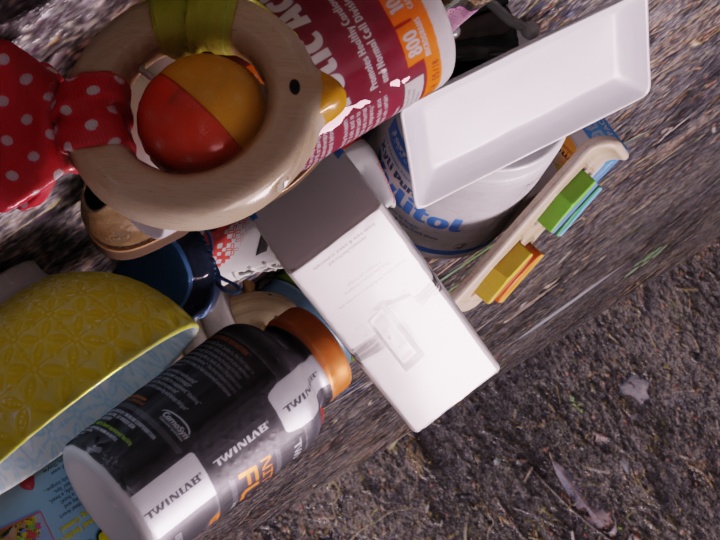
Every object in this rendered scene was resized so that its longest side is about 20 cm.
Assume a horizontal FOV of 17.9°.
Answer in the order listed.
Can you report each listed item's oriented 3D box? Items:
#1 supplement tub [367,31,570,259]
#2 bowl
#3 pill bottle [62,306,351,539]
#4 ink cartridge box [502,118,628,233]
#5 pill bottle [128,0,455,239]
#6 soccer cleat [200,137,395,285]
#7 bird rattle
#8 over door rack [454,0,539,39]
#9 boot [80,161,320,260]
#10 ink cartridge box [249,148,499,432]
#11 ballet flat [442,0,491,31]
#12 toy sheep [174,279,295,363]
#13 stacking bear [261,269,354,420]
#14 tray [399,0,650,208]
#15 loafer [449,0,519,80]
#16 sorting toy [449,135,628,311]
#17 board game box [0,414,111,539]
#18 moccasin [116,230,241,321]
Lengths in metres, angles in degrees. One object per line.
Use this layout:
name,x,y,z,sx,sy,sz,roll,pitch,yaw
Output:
supplement tub,0.077,-0.098,1.752,0.132,0.132,0.200,-32,169,-19
bowl,-0.219,0.058,1.539,0.200,0.108,0.200,-38,174,-5
pill bottle,-0.101,0.108,1.600,0.200,0.106,0.106,-37,172,-23
ink cartridge box,0.121,-0.101,1.929,0.200,0.115,0.068,-26,166,-46
pill bottle,-0.056,-0.108,1.298,0.200,0.114,0.114,-33,170,-19
soccer cleat,-0.058,-0.026,1.764,0.200,0.085,0.069,-40,170,22
bird rattle,-0.101,-0.090,1.143,0.200,0.163,0.113,-41,155,-22
over door rack,0.153,-0.230,1.569,0.200,0.067,0.148,-28,168,-39
boot,-0.091,-0.078,1.475,0.200,0.074,0.075,-32,160,-8
ink cartridge box,0.000,0.000,1.647,0.084,0.146,0.200,-37,132,1
ballet flat,0.058,-0.197,1.439,0.071,0.069,0.200,6,142,-46
toy sheep,-0.138,0.078,1.872,0.200,0.138,0.138,-32,171,10
stacking bear,-0.023,0.029,2.098,0.200,0.122,0.114,-43,-146,-19
tray,0.115,-0.125,1.611,0.200,0.022,0.107,-27,140,-13
loafer,0.041,-0.140,1.595,0.200,0.063,0.072,-29,-176,-37
sorting toy,0.137,-0.028,1.818,0.200,0.036,0.185,-44,174,6
board game box,-0.247,0.159,1.664,0.105,0.200,0.103,-32,170,-17
moccasin,-0.136,0.002,1.690,0.068,0.081,0.200,-16,176,-22
